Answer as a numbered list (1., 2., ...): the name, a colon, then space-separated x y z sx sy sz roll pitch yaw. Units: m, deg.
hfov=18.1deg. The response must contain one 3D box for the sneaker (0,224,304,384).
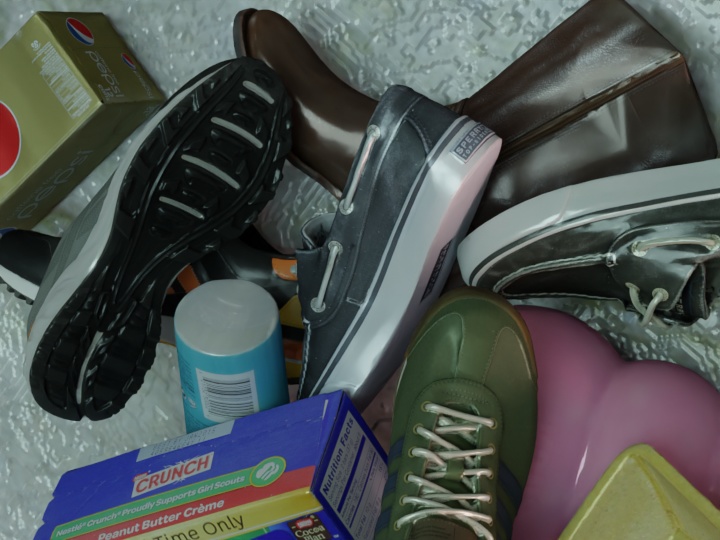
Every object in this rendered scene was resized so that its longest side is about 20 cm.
1. sneaker: -0.096 -0.006 1.190 0.200 0.070 0.090 18 96 18

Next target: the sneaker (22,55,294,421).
1. sneaker: -0.108 -0.025 1.117 0.200 0.074 0.079 -54 29 12

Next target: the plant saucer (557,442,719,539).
1. plant saucer: 0.138 0.210 0.976 0.200 0.048 0.200 45 109 37

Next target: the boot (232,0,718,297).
1. boot: 0.057 -0.094 1.105 0.200 0.064 0.187 -31 96 28

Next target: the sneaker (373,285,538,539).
1. sneaker: 0.040 0.110 0.978 0.067 0.090 0.201 11 95 -3

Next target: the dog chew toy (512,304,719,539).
1. dog chew toy: 0.122 0.092 1.070 0.200 0.125 0.125 17 103 15

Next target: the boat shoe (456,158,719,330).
1. boat shoe: 0.143 -0.009 1.049 0.200 0.071 0.064 -13 69 14

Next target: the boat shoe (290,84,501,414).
1. boat shoe: 0.000 0.000 1.085 0.068 0.072 0.200 33 128 13

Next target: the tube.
1. tube: -0.060 0.091 1.149 0.077 0.050 0.200 26 142 25

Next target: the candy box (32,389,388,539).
1. candy box: -0.040 0.171 1.125 0.169 0.077 0.200 -18 121 26

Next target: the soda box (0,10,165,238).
1. soda box: -0.203 -0.054 1.229 0.200 0.068 0.064 -40 79 24
